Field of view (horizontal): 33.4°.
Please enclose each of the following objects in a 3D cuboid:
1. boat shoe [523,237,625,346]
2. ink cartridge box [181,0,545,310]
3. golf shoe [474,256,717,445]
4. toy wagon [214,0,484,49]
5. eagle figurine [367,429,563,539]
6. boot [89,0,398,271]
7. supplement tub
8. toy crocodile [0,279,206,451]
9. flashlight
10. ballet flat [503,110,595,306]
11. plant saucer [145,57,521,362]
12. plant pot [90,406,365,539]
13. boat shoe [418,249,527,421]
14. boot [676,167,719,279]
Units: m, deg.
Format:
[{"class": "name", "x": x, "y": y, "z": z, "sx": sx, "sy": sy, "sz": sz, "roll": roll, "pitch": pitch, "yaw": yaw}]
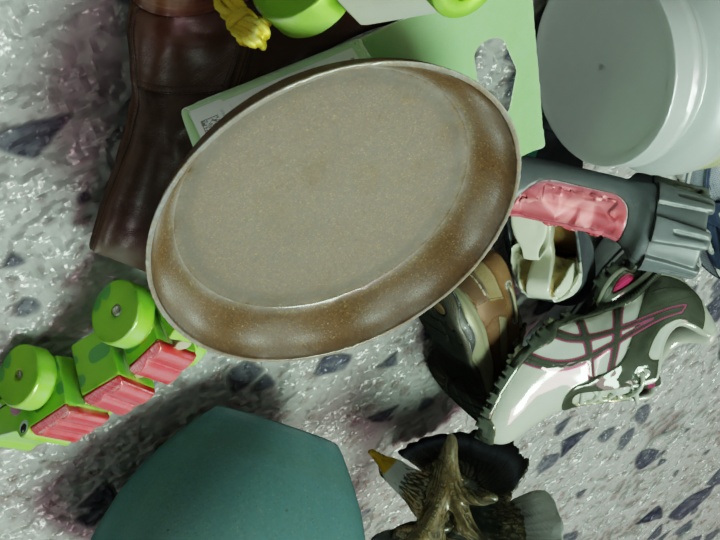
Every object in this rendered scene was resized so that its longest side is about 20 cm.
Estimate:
[{"class": "boat shoe", "x": 0.211, "y": 0.028, "z": 0.972, "sx": 0.200, "sy": 0.071, "sz": 0.072, "roll": -51, "pitch": 143, "yaw": -3}, {"class": "ink cartridge box", "x": 0.017, "y": -0.064, "z": 0.654, "sx": 0.199, "sy": 0.048, "sz": 0.146, "roll": -23, "pitch": 141, "yaw": -5}, {"class": "golf shoe", "x": 0.171, "y": 0.068, "z": 0.877, "sx": 0.200, "sy": 0.088, "sz": 0.077, "roll": -40, "pitch": 158, "yaw": -11}, {"class": "toy wagon", "x": 0.018, "y": -0.173, "z": 0.541, "sx": 0.200, "sy": 0.155, "sz": 0.040, "roll": -44, "pitch": 142, "yaw": 9}, {"class": "eagle figurine", "x": 0.066, "y": 0.186, "z": 0.929, "sx": 0.151, "sy": 0.152, "sz": 0.200, "roll": -22, "pitch": 161, "yaw": -1}, {"class": "boot", "x": -0.053, "y": -0.084, "z": 0.666, "sx": 0.185, "sy": 0.064, "sz": 0.201, "roll": -6, "pitch": 132, "yaw": -25}, {"class": "supplement tub", "x": 0.226, "y": -0.138, "z": 0.767, "sx": 0.199, "sy": 0.145, "sz": 0.146, "roll": -11, "pitch": 135, "yaw": -31}, {"class": "toy crocodile", "x": -0.151, "y": 0.061, "z": 0.714, "sx": 0.199, "sy": 0.062, "sz": 0.067, "roll": -32, "pitch": 148, "yaw": 22}, {"class": "flashlight", "x": 0.120, "y": -0.038, "z": 0.763, "sx": 0.199, "sy": 0.068, "sz": 0.068, "roll": 14, "pitch": 114, "yaw": 0}, {"class": "ballet flat", "x": 0.131, "y": -0.023, "z": 0.868, "sx": 0.073, "sy": 0.073, "sz": 0.201, "roll": -28, "pitch": 139, "yaw": -12}, {"class": "plant saucer", "x": -0.014, "y": -0.031, "z": 0.608, "sx": 0.199, "sy": 0.032, "sz": 0.201, "roll": -16, "pitch": 141, "yaw": -13}, {"class": "plant pot", "x": -0.078, "y": 0.172, "z": 0.831, "sx": 0.200, "sy": 0.199, "sz": 0.136, "roll": 31, "pitch": 73, "yaw": -51}, {"class": "boat shoe", "x": 0.097, "y": 0.056, "z": 0.923, "sx": 0.074, "sy": 0.076, "sz": 0.200, "roll": -41, "pitch": 151, "yaw": -15}, {"class": "boot", "x": 0.314, "y": -0.048, "z": 0.977, "sx": 0.073, "sy": 0.090, "sz": 0.200, "roll": -35, "pitch": 143, "yaw": -4}]
